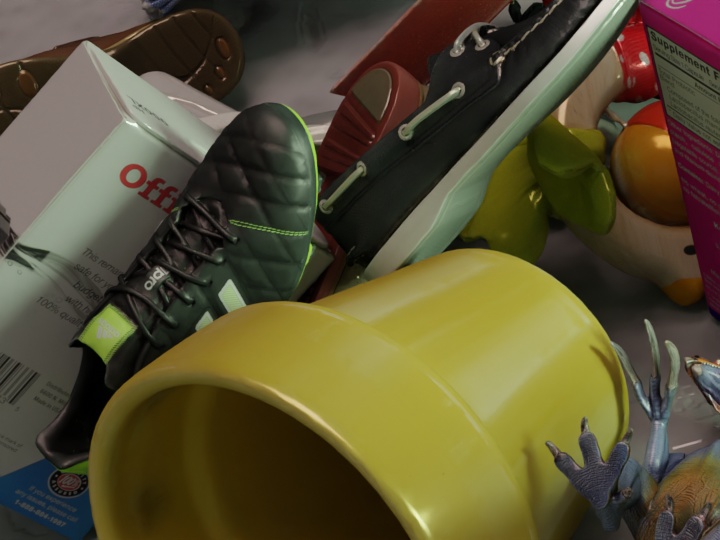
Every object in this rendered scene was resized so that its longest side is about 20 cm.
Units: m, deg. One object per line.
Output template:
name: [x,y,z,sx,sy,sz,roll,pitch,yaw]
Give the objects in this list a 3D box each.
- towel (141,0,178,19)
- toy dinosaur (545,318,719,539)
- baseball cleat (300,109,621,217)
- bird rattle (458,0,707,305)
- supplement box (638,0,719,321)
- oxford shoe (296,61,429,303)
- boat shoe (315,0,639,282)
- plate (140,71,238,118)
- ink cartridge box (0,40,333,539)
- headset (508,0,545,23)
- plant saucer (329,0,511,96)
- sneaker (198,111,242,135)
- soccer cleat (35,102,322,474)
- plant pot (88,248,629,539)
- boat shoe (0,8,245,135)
towel: [-0.043,-0.197,1.439,0.199,0.024,0.147,-21,6,-4]
toy dinosaur: [0.138,0.095,1.025,0.105,0.181,0.200,29,96,22]
baseball cleat: [0.041,-0.067,1.263,0.199,0.070,0.107,2,32,-9]
bird rattle: [0.139,-0.071,1.196,0.200,0.163,0.113,-55,8,-33]
supplement box: [0.213,-0.053,1.084,0.101,0.200,0.103,-32,42,-15]
oxford shoe: [0.000,0.000,1.179,0.200,0.075,0.070,-63,30,6]
boat shoe: [0.051,-0.076,1.077,0.060,0.076,0.200,45,109,11]
plate: [-0.100,-0.021,1.272,0.200,0.032,0.200,26,57,25]
ink cartridge box: [-0.134,0.013,1.133,0.200,0.144,0.084,-47,39,11]
headset: [0.167,-0.158,1.299,0.200,0.124,0.094,-19,10,27]
plant saucer: [0.085,-0.175,1.256,0.200,0.037,0.200,-44,4,27]
sneaker: [-0.136,-0.039,1.213,0.200,0.075,0.089,-27,38,7]
soccer cleat: [-0.081,0.015,1.054,0.068,0.200,0.081,42,27,30]
plant pot: [0.016,0.086,1.026,0.200,0.201,0.189,16,37,34]
boat shoe: [-0.167,-0.100,1.397,0.200,0.072,0.068,-20,8,-9]
